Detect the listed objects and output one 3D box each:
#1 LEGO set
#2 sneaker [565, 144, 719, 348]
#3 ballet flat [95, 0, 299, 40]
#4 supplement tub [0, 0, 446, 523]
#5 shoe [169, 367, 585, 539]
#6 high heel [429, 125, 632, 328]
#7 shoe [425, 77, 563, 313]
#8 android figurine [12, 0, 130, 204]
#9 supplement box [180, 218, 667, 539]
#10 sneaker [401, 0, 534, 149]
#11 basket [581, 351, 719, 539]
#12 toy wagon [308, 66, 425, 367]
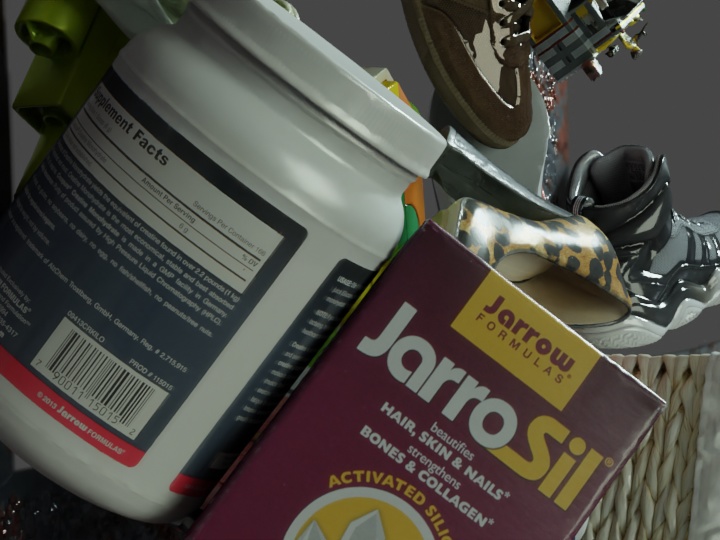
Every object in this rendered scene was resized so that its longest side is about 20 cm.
[{"bbox_3d":[0.158,-0.195,1.262,0.116,0.153,0.200,52,27,-5],"label":"LEGO set"},{"bbox_3d":[0.193,-0.030,1.388,0.200,0.075,0.115,-28,116,-48],"label":"sneaker"},{"bbox_3d":[-0.067,-0.115,0.960,0.200,0.069,0.070,46,55,-43],"label":"ballet flat"},{"bbox_3d":[-0.071,-0.010,0.899,0.200,0.140,0.140,-52,141,6],"label":"supplement tub"},{"bbox_3d":[0.002,0.112,1.025,0.072,0.199,0.091,92,22,-63],"label":"shoe"},{"bbox_3d":[0.079,0.023,1.078,0.142,0.071,0.201,37,35,-16],"label":"high heel"},{"bbox_3d":[0.071,-0.021,1.232,0.091,0.071,0.201,105,-19,-60],"label":"shoe"},{"bbox_3d":[-0.092,-0.093,1.018,0.182,0.041,0.201,49,54,-43],"label":"android figurine"},{"bbox_3d":[0.015,0.100,0.909,0.200,0.131,0.103,-54,179,-9],"label":"supplement box"},{"bbox_3d":[0.063,-0.166,1.168,0.070,0.075,0.201,-33,104,-58],"label":"sneaker"},{"bbox_3d":[0.173,0.157,1.274,0.198,0.160,0.202,30,68,-59],"label":"basket"},{"bbox_3d":[0.000,0.000,1.118,0.155,0.039,0.202,-42,131,-62],"label":"toy wagon"}]
